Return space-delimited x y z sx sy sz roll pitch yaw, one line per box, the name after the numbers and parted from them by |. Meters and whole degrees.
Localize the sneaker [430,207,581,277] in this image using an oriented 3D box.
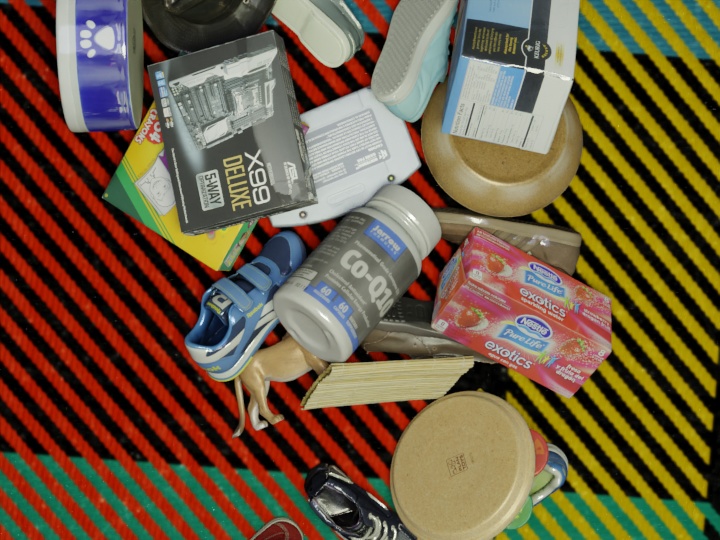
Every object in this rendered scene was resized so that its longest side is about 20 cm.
0.167 -0.027 1.690 0.197 0.070 0.077 10 98 0 | sneaker

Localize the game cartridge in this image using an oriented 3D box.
-0.033 -0.134 1.697 0.198 0.041 0.135 -22 90 0 | game cartridge

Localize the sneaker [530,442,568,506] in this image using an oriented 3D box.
0.161 0.266 1.701 0.198 0.077 0.076 -25 95 3 | sneaker

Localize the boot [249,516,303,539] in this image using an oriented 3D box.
-0.148 0.389 1.668 0.072 0.144 0.200 43 93 -5 | boot

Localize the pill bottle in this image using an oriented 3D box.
0.000 0.000 1.624 0.114 0.114 0.200 43 66 -3 | pill bottle

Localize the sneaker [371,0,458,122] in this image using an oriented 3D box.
0.077 -0.270 1.680 0.073 0.082 0.202 14 70 39 | sneaker

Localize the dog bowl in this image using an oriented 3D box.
-0.296 -0.261 1.602 0.078 0.200 0.203 -1 93 -3 | dog bowl

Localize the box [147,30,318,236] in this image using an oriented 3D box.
-0.146 -0.155 1.596 0.156 0.050 0.203 -13 84 11 | box

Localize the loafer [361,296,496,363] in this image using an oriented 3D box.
0.087 0.079 1.703 0.197 0.073 0.072 12 127 -3 | loafer

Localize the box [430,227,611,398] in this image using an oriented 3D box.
0.192 0.050 1.650 0.198 0.100 0.096 27 127 -11 | box

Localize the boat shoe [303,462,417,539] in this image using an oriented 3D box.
0.011 0.319 1.692 0.199 0.093 0.075 38 92 -3 | boat shoe

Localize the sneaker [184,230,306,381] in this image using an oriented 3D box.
-0.137 0.036 1.667 0.074 0.082 0.201 28 84 41 | sneaker

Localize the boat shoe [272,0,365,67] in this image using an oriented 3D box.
-0.069 -0.335 1.684 0.201 0.073 0.062 51 48 4 | boat shoe

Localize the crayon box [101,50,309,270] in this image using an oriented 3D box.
-0.184 -0.129 1.659 0.171 0.058 0.201 31 95 13 | crayon box

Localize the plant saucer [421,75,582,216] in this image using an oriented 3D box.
0.172 -0.166 1.671 0.197 0.035 0.203 1 77 -3 | plant saucer

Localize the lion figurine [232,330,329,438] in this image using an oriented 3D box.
-0.090 0.111 1.692 0.198 0.072 0.124 -26 87 4 | lion figurine

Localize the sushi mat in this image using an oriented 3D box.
0.032 0.133 1.651 0.198 0.096 0.012 -2 58 -29 | sushi mat

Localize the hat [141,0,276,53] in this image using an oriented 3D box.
-0.189 -0.345 1.634 0.198 0.081 0.203 3 104 13 | hat

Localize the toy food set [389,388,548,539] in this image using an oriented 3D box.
0.126 0.240 1.669 0.198 0.049 0.201 -41 52 8 | toy food set

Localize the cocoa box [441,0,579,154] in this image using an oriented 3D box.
0.174 -0.259 1.602 0.130 0.134 0.202 11 54 -1 | cocoa box
